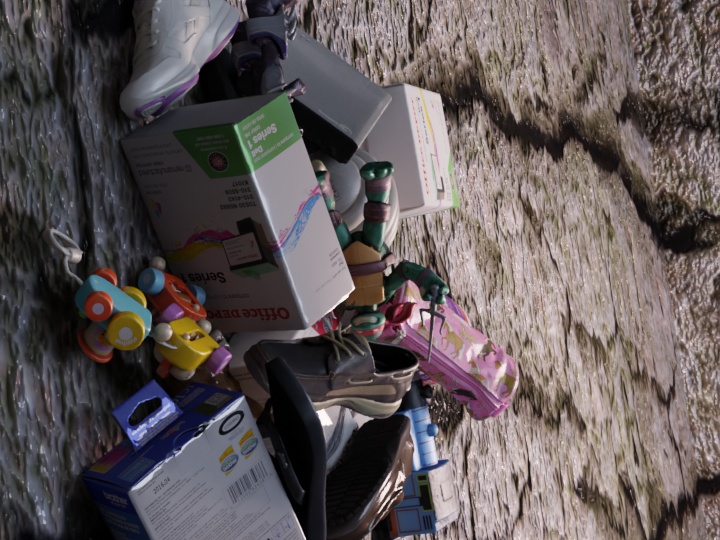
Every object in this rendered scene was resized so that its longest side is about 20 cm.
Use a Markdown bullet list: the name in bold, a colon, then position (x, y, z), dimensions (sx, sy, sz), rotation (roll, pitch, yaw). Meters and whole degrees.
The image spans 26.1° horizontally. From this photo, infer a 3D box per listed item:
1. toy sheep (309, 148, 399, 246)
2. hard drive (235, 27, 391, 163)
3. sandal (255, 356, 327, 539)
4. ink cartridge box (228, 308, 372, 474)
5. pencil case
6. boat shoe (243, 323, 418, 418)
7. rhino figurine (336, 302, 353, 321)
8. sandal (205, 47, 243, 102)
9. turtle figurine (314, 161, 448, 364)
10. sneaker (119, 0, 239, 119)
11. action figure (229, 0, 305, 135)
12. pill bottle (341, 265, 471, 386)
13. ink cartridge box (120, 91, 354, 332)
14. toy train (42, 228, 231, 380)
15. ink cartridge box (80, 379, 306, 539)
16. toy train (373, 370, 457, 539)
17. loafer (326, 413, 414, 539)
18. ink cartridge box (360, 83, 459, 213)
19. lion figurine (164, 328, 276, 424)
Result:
- **toy sheep**: position (-0.023, -0.073, 1.658), dimensions (0.200, 0.137, 0.139), rotation (41, 44, -62)
- **hard drive**: position (-0.046, -0.188, 1.647), dimensions (0.139, 0.033, 0.200), rotation (36, 23, -3)
- **sandal**: position (-0.061, 0.166, 1.324), dimensions (0.076, 0.043, 0.201), rotation (42, -36, 49)
- **ink cartridge box**: position (-0.055, 0.138, 1.546), dimensions (0.201, 0.083, 0.145), rotation (68, 26, -24)
- **pencil case**: position (0.083, 0.080, 1.648), dimensions (0.200, 0.083, 0.087), rotation (37, 60, -31)
- **boat shoe**: position (-0.024, 0.081, 1.415), dimensions (0.199, 0.073, 0.075), rotation (12, 31, -50)
- **rhino figurine**: position (-0.054, 0.001, 1.599), dimensions (0.060, 0.087, 0.201), rotation (-69, 150, -45)
- **sandal**: position (-0.134, -0.134, 1.544), dimensions (0.075, 0.045, 0.201), rotation (49, 23, -59)
- **turtle figurine**: position (0.000, 0.000, 1.511), dimensions (0.101, 0.149, 0.202), rotation (-141, -141, -74)
- **sneaker**: position (-0.187, -0.210, 1.436), dimensions (0.100, 0.075, 0.200), rotation (46, 37, -16)
- **action figure**: position (-0.084, -0.162, 1.483), dimensions (0.130, 0.069, 0.201), rotation (116, -30, -65)
- **pill bottle**: position (0.043, 0.059, 1.770), dimensions (0.200, 0.111, 0.112), rotation (32, 52, -59)
- **ink cartridge box**: position (-0.110, -0.048, 1.406), dimensions (0.084, 0.144, 0.201), rotation (-40, 118, -45)
- **toy train**: position (-0.190, 0.037, 1.308), dimensions (0.150, 0.056, 0.200), rotation (47, 14, 33)
- **ink cartridge box**: position (-0.138, 0.188, 1.287), dimensions (0.136, 0.076, 0.201), rotation (-39, 121, -34)
- **toy train**: position (0.036, 0.196, 1.691), dimensions (0.087, 0.113, 0.202), rotation (-9, 89, -67)
- **loafer**: position (0.015, 0.209, 1.478), dimensions (0.200, 0.073, 0.071), rotation (-49, 124, -58)
- **ink cartridge box**: position (0.048, -0.139, 1.851), dimensions (0.200, 0.083, 0.146), rotation (-9, 89, -75)
- **lion figurine**: position (-0.119, 0.151, 1.405), dimensions (0.072, 0.122, 0.201), rotation (-37, 134, -38)
